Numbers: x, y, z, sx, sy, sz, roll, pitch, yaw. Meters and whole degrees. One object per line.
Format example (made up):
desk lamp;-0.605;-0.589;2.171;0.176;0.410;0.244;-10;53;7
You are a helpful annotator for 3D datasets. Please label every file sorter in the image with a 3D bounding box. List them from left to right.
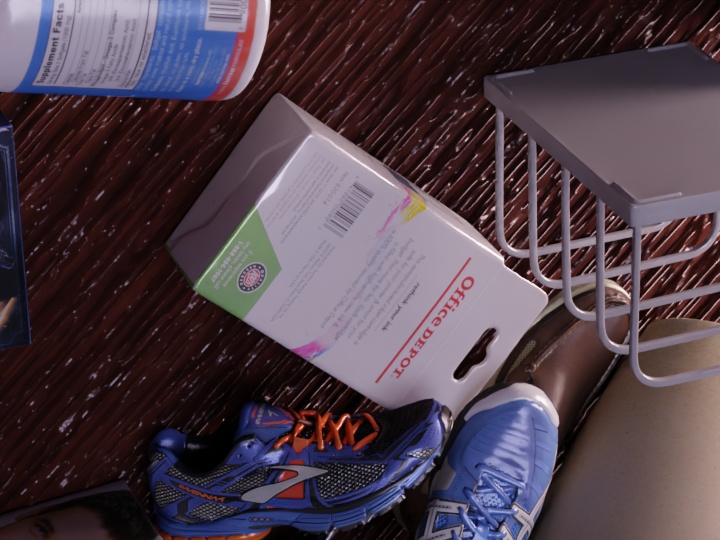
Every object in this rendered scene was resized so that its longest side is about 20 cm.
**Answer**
file sorter;0.175;-0.034;1.567;0.139;0.200;0.125;-12;118;-18

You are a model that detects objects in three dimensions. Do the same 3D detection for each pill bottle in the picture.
pill bottle;-0.158;-0.149;1.427;0.200;0.112;0.112;2;111;-23

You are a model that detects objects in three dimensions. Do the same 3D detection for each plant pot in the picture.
plant pot;0.201;0.138;1.665;0.187;0.187;0.200;26;72;-30

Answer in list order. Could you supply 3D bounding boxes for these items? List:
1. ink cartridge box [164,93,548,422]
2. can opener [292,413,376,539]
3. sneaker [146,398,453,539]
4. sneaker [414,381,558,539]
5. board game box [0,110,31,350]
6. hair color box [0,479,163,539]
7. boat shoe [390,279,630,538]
ink cartridge box;0.000;0.000;1.584;0.200;0.067;0.117;34;98;-30
can opener;-0.050;0.174;1.660;0.067;0.053;0.200;44;92;1
sneaker;-0.041;0.111;1.580;0.200;0.075;0.078;-18;111;16
sneaker;0.070;0.162;1.602;0.076;0.077;0.200;17;106;-13
board game box;-0.286;-0.008;1.478;0.200;0.035;0.136;-11;116;-19
hair color box;-0.213;0.193;1.559;0.200;0.099;0.061;-15;116;-17
boat shoe;0.107;0.097;1.667;0.075;0.075;0.202;37;94;-31
